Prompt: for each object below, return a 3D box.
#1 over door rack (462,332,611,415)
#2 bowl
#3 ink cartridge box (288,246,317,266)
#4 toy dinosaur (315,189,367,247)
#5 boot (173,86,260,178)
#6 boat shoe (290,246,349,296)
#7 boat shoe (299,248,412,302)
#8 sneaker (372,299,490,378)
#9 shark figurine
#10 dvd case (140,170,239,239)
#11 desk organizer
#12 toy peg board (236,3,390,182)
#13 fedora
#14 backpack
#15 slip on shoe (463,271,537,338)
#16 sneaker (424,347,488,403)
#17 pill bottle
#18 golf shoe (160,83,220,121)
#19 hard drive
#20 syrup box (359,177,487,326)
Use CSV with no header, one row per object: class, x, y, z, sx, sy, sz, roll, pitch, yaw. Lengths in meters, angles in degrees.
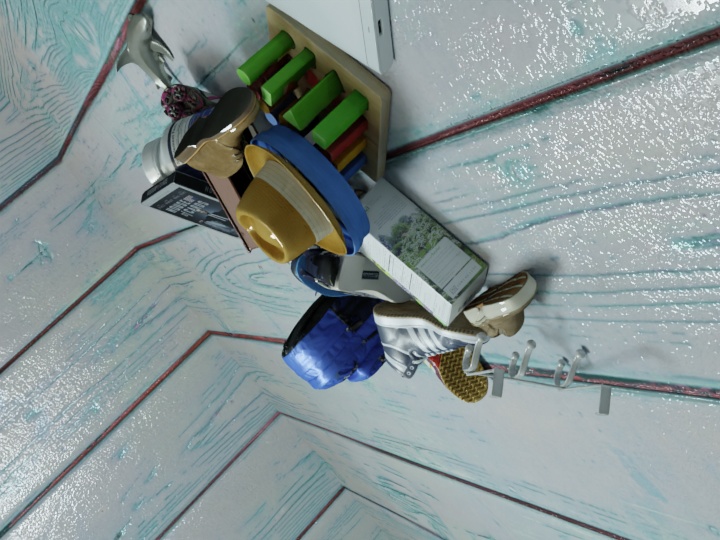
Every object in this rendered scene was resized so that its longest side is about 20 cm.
over door rack,0.217,0.124,1.144,0.145,0.068,0.200,9,-178,-5
bowl,-0.064,-0.106,1.196,0.200,0.039,0.201,44,167,13
ink cartridge box,-0.107,-0.073,1.559,0.200,0.083,0.147,43,161,11
toy dinosaur,-0.045,-0.074,1.342,0.076,0.198,0.104,16,102,40
boot,-0.170,-0.177,1.193,0.075,0.074,0.199,32,152,-23
boat shoe,-0.036,0.005,1.443,0.198,0.085,0.068,17,-171,-41
boat shoe,0.000,0.000,1.367,0.092,0.076,0.198,15,-178,44
sneaker,0.113,0.111,1.378,0.197,0.070,0.110,9,119,33
shark figurine,-0.374,-0.352,1.574,0.128,0.089,0.216,32,155,39
dvd case,-0.233,-0.099,1.450,0.198,0.025,0.150,19,161,-29
desk organizer,-0.168,-0.135,1.324,0.076,0.072,0.202,-16,118,22
toy peg board,-0.068,-0.204,1.179,0.200,0.098,0.200,42,161,16
fedora,-0.103,-0.069,1.158,0.201,0.082,0.201,45,167,13
backpack,-0.032,0.122,1.614,0.168,0.200,0.163,45,161,2
slip on shoe,0.189,0.053,1.173,0.061,0.076,0.200,51,165,1
sneaker,0.132,0.132,1.498,0.200,0.075,0.090,46,-177,-7
pill bottle,-0.240,-0.190,1.421,0.197,0.112,0.112,-15,126,26
golf shoe,-0.229,-0.253,1.510,0.198,0.073,0.092,32,-160,10
hard drive,-0.048,-0.315,1.012,0.199,0.027,0.133,38,160,26
syrup box,0.074,-0.027,1.260,0.199,0.079,0.082,41,162,17
